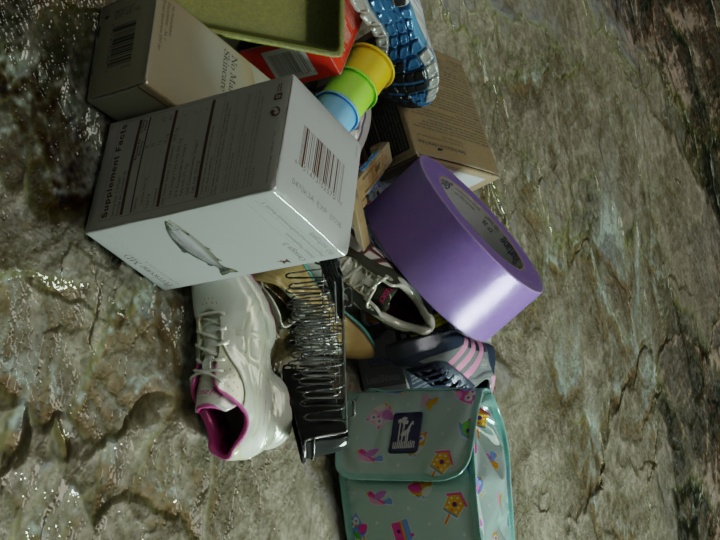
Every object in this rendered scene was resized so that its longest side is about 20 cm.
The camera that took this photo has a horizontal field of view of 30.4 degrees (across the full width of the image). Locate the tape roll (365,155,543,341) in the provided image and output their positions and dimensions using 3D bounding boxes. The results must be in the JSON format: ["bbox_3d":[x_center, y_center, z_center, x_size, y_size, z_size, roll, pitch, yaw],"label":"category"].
[{"bbox_3d":[0.104,-0.025,1.454,0.200,0.085,0.200,44,15,-15],"label":"tape roll"}]

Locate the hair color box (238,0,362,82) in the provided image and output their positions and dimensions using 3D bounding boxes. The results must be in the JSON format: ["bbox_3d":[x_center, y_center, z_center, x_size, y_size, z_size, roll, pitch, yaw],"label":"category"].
[{"bbox_3d":[-0.049,-0.285,1.423,0.061,0.101,0.201,58,36,-37],"label":"hair color box"}]

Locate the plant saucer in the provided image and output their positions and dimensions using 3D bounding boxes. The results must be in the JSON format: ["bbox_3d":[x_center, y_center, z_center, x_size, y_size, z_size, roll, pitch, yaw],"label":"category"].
[{"bbox_3d":[-0.115,-0.306,1.298,0.199,0.048,0.201,7,71,-22],"label":"plant saucer"}]

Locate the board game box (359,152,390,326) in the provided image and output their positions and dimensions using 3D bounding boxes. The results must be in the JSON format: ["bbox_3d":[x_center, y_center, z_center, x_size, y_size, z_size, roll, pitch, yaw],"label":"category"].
[{"bbox_3d":[0.042,-0.048,1.581,0.200,0.026,0.201,-14,94,-59],"label":"board game box"}]

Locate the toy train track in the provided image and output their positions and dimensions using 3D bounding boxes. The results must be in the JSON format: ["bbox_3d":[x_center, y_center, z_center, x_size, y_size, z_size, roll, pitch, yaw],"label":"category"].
[{"bbox_3d":[-0.007,-0.092,1.382,0.200,0.032,0.115,-55,137,-62],"label":"toy train track"}]

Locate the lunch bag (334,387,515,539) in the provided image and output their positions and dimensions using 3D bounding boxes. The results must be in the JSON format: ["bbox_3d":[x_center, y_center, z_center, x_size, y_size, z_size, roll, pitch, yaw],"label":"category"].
[{"bbox_3d":[0.068,0.221,1.397,0.122,0.170,0.201,-11,95,-61],"label":"lunch bag"}]

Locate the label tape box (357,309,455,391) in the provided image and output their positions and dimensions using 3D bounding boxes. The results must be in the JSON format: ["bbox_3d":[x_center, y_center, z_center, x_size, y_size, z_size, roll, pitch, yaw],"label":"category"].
[{"bbox_3d":[0.061,0.111,1.528,0.144,0.063,0.201,-17,95,-59],"label":"label tape box"}]

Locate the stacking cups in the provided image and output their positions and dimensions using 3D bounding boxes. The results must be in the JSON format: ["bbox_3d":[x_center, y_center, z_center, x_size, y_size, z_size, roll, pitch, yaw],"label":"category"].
[{"bbox_3d":[-0.030,-0.148,1.353,0.061,0.060,0.200,57,46,-33],"label":"stacking cups"}]

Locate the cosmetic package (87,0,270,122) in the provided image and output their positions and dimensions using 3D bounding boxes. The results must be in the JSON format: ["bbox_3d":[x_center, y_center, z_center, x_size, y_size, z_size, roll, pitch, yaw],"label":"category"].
[{"bbox_3d":[-0.156,-0.162,1.233,0.200,0.073,0.104,32,54,-51],"label":"cosmetic package"}]

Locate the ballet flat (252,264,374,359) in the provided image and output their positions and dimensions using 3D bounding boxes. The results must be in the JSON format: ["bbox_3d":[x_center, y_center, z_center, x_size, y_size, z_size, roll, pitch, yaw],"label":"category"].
[{"bbox_3d":[-0.058,0.043,1.363,0.063,0.068,0.200,-55,127,-21],"label":"ballet flat"}]

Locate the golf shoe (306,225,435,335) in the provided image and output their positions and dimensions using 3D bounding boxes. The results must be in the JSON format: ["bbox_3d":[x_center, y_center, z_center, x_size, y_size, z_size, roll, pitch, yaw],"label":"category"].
[{"bbox_3d":[0.000,0.000,1.376,0.200,0.088,0.077,33,92,-23],"label":"golf shoe"}]

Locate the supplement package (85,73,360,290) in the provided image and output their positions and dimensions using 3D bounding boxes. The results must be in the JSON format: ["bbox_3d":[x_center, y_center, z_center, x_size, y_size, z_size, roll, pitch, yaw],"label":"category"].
[{"bbox_3d":[-0.117,-0.071,1.144,0.117,0.199,0.118,40,48,-47],"label":"supplement package"}]

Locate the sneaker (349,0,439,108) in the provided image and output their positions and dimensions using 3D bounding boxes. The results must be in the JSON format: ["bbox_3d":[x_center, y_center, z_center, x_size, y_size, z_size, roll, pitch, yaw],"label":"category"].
[{"bbox_3d":[0.044,-0.266,1.424,0.087,0.075,0.201,-77,157,-44],"label":"sneaker"}]

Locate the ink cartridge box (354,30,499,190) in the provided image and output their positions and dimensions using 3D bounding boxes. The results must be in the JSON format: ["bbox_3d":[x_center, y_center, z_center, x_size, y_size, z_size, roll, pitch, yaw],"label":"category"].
[{"bbox_3d":[0.069,-0.183,1.582,0.200,0.075,0.166,8,62,-56],"label":"ink cartridge box"}]

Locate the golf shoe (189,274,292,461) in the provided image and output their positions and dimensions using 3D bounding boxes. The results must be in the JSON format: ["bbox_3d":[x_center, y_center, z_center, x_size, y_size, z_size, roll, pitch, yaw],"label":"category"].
[{"bbox_3d":[-0.122,0.080,1.221,0.091,0.075,0.201,-27,104,-55],"label":"golf shoe"}]

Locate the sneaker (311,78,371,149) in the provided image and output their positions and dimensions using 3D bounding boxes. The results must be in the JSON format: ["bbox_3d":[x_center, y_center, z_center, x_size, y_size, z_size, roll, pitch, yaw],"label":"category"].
[{"bbox_3d":[-0.050,-0.157,1.414,0.114,0.072,0.201,40,49,-44],"label":"sneaker"}]

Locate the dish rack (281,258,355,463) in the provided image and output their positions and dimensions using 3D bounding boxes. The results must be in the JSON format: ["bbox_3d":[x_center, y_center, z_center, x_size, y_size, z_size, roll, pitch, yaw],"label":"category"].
[{"bbox_3d":[-0.042,0.061,1.253,0.154,0.054,0.201,-117,-156,-64],"label":"dish rack"}]

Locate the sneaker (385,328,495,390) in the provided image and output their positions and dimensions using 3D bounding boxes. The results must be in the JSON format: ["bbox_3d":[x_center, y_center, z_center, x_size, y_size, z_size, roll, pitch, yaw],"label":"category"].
[{"bbox_3d":[0.097,0.109,1.458,0.200,0.070,0.083,5,74,-56],"label":"sneaker"}]
